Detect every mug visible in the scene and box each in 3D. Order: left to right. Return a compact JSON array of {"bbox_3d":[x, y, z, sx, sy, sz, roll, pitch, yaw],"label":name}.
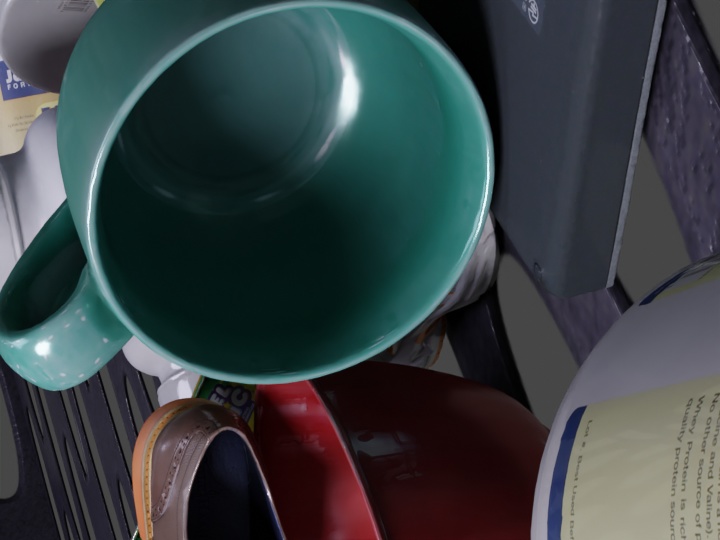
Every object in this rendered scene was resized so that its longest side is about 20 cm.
[{"bbox_3d":[-0.054,-0.048,0.661,0.115,0.183,0.153,-123,29,-57],"label":"mug"}]

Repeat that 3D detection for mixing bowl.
[{"bbox_3d":[0.034,0.123,0.739,0.200,0.107,0.202,168,90,-73],"label":"mixing bowl"}]

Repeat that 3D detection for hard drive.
[{"bbox_3d":[0.061,-0.109,0.619,0.140,0.033,0.201,-119,24,-43],"label":"hard drive"}]

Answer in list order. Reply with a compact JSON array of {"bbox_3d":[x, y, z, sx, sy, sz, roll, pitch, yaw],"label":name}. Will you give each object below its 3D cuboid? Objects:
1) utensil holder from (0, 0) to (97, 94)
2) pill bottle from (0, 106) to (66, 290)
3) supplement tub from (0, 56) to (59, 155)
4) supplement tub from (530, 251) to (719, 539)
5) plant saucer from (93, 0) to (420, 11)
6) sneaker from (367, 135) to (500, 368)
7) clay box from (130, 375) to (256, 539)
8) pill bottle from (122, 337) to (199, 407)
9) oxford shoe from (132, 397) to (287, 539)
[{"bbox_3d":[-0.168,-0.231,1.055,0.170,0.168,0.201,108,143,-59],"label":"utensil holder"},{"bbox_3d":[-0.117,-0.041,0.956,0.112,0.198,0.113,167,90,-73],"label":"pill bottle"},{"bbox_3d":[-0.229,-0.127,1.353,0.144,0.143,0.202,-167,65,-71],"label":"supplement tub"},{"bbox_3d":[0.128,0.051,0.324,0.200,0.144,0.147,148,108,-72],"label":"supplement tub"},{"bbox_3d":[-0.048,-0.130,0.745,0.198,0.031,0.201,18,133,20],"label":"plant saucer"},{"bbox_3d":[0.000,0.000,0.791,0.201,0.091,0.076,109,146,-58],"label":"sneaker"},{"bbox_3d":[-0.066,0.087,0.928,0.200,0.047,0.116,-55,-11,-79],"label":"clay box"},{"bbox_3d":[-0.107,-0.006,1.096,0.113,0.112,0.202,122,134,-66],"label":"pill bottle"},{"bbox_3d":[-0.060,0.159,0.775,0.073,0.071,0.202,179,80,-68],"label":"oxford shoe"}]
